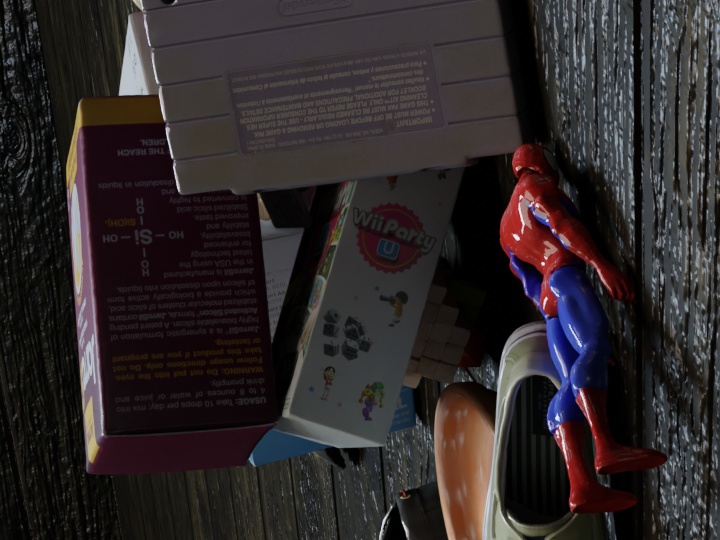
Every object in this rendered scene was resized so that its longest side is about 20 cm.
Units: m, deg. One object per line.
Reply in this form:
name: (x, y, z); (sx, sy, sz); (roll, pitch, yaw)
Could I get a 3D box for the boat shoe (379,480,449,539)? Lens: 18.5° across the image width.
boat shoe: (0.040, 0.184, 1.504); (0.201, 0.063, 0.074); (115, 139, -72)

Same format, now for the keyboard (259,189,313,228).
keyboard: (-0.080, -0.116, 1.317); (0.200, 0.011, 0.056); (65, 163, -11)

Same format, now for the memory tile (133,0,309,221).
memory tile: (-0.087, -0.132, 1.353); (0.200, 0.017, 0.153); (60, 158, 2)

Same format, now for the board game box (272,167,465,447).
board game box: (0.000, 0.000, 1.294); (0.148, 0.064, 0.200); (156, 131, -77)

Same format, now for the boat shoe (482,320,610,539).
boat shoe: (0.093, 0.126, 1.157); (0.062, 0.072, 0.200); (-53, -40, -65)

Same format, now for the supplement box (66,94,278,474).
supplement box: (-0.114, 0.010, 1.298); (0.131, 0.103, 0.200); (127, 139, -71)

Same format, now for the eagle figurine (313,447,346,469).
eagle figurine: (-0.074, 0.083, 1.772); (0.152, 0.151, 0.200); (57, 148, 31)

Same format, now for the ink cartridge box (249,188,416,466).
ink cartridge box: (-0.044, 0.009, 1.544); (0.129, 0.125, 0.200); (-124, 26, -58)

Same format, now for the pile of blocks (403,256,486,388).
pile of blocks: (0.045, 0.031, 1.356); (0.200, 0.062, 0.082); (170, 117, -78)

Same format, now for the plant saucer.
plant saucer: (0.092, 0.160, 1.306); (0.200, 0.037, 0.200); (168, 90, -78)

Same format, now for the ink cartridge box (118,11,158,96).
ink cartridge box: (-0.141, -0.084, 1.525); (0.200, 0.039, 0.099); (112, 146, -60)

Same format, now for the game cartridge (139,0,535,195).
game cartridge: (-0.013, -0.111, 1.175); (0.038, 0.200, 0.130); (-48, -51, -65)

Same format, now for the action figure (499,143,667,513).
action figure: (0.105, 0.019, 1.086); (0.065, 0.052, 0.200); (106, 154, -55)
